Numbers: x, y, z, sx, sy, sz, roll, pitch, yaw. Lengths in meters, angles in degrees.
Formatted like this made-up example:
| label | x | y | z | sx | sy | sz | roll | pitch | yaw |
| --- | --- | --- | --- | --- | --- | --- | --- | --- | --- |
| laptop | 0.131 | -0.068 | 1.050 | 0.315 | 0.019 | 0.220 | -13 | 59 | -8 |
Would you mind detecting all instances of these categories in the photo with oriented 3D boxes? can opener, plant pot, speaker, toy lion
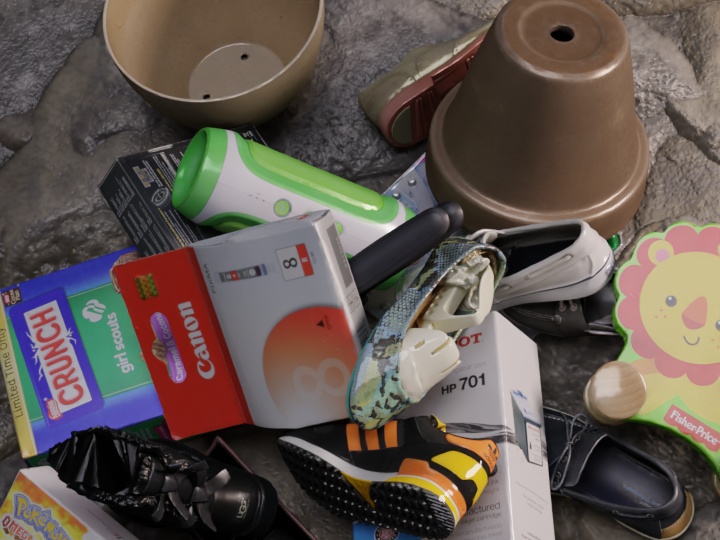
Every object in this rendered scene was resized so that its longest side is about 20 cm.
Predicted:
| label | x | y | z | sx | sy | sz | roll | pitch | yaw |
| --- | --- | --- | --- | --- | --- | --- | --- | --- | --- |
| can opener | 0.000 | 0.000 | 1.572 | 0.079 | 0.200 | 0.063 | 57 | 36 | -5 |
| plant pot | -0.124 | -0.203 | 1.798 | 0.199 | 0.135 | 0.201 | -3 | 61 | 6 |
| speaker | -0.055 | -0.051 | 1.653 | 0.199 | 0.088 | 0.089 | 21 | 62 | -20 |
| plant pot | 0.163 | -0.142 | 1.678 | 0.199 | 0.175 | 0.201 | 3 | 50 | -4 |
| toy lion | 0.286 | 0.066 | 1.596 | 0.200 | 0.069 | 0.192 | 33 | 83 | 7 |

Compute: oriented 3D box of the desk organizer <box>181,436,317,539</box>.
| label | x | y | z | sx | sy | sz | roll | pitch | yaw |
| --- | --- | --- | --- | --- | --- | --- | --- | --- | --- |
| desk organizer | -0.072 | 0.234 | 1.594 | 0.072 | 0.077 | 0.200 | -41 | 64 | -13 |

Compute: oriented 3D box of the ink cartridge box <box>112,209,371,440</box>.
| label | x | y | z | sx | sy | sz | roll | pitch | yaw |
| --- | --- | --- | --- | --- | --- | --- | --- | --- | --- |
| ink cartridge box | -0.094 | 0.051 | 1.561 | 0.199 | 0.050 | 0.163 | -14 | 102 | 18 |

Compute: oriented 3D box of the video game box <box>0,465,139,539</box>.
| label | x | y | z | sx | sy | sz | roll | pitch | yaw |
| --- | --- | --- | --- | --- | --- | --- | --- | --- | --- |
| video game box | -0.230 | 0.286 | 1.557 | 0.200 | 0.047 | 0.183 | 34 | 102 | 24 |

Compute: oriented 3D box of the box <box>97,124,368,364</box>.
| label | x | y | z | sx | sy | sz | roll | pitch | yaw |
| --- | --- | --- | --- | --- | --- | --- | --- | --- | --- |
| box | -0.108 | -0.024 | 1.688 | 0.160 | 0.044 | 0.200 | -19 | 68 | -43 |

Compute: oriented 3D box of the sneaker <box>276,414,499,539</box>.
| label | x | y | z | sx | sy | sz | roll | pitch | yaw |
| --- | --- | --- | --- | --- | --- | --- | --- | --- | --- |
| sneaker | 0.024 | 0.148 | 1.533 | 0.200 | 0.070 | 0.090 | 12 | 46 | 47 |

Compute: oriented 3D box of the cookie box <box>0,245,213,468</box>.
| label | x | y | z | sx | sy | sz | roll | pitch | yaw |
| --- | --- | --- | --- | --- | --- | --- | --- | --- | --- |
| cookie box | -0.208 | 0.074 | 1.698 | 0.199 | 0.075 | 0.172 | -19 | 61 | -2 |

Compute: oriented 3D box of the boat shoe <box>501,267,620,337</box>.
| label | x | y | z | sx | sy | sz | roll | pitch | yaw |
| --- | --- | --- | --- | --- | --- | --- | --- | --- | --- |
| boat shoe | 0.217 | 0.025 | 1.655 | 0.199 | 0.057 | 0.067 | 8 | 71 | 2 |

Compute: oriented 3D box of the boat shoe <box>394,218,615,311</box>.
| label | x | y | z | sx | sy | sz | roll | pitch | yaw |
| --- | --- | --- | --- | --- | --- | --- | --- | --- | --- |
| boat shoe | 0.111 | -0.003 | 1.637 | 0.199 | 0.066 | 0.072 | -8 | 50 | 31 |

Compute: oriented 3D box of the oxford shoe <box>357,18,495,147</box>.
| label | x | y | z | sx | sy | sz | roll | pitch | yaw |
| --- | --- | --- | --- | --- | --- | --- | --- | --- | --- |
| oxford shoe | 0.086 | -0.195 | 1.802 | 0.200 | 0.071 | 0.074 | -32 | 49 | -15 |

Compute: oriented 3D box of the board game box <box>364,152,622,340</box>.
| label | x | y | z | sx | sy | sz | roll | pitch | yaw |
| --- | --- | --- | --- | --- | --- | --- | --- | --- | --- |
| board game box | 0.094 | -0.020 | 1.732 | 0.200 | 0.026 | 0.200 | 39 | 74 | 24 |

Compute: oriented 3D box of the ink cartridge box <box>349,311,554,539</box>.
| label | x | y | z | sx | sy | sz | roll | pitch | yaw |
| --- | --- | --- | --- | --- | --- | --- | --- | --- | --- |
| ink cartridge box | 0.071 | 0.151 | 1.587 | 0.146 | 0.086 | 0.201 | -17 | 61 | 25 |

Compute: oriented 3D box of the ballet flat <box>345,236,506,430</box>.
| label | x | y | z | sx | sy | sz | roll | pitch | yaw |
| --- | --- | --- | --- | --- | --- | --- | --- | --- | --- |
| ballet flat | 0.057 | 0.045 | 1.532 | 0.074 | 0.074 | 0.200 | 19 | 53 | 17 |

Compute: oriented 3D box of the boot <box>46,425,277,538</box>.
| label | x | y | z | sx | sy | sz | roll | pitch | yaw |
| --- | --- | --- | --- | --- | --- | --- | --- | --- | --- |
| boot | -0.178 | 0.162 | 1.541 | 0.198 | 0.162 | 0.074 | 8 | 80 | 40 |

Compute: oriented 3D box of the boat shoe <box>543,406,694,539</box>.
| label | x | y | z | sx | sy | sz | roll | pitch | yaw |
| --- | --- | --- | --- | --- | --- | --- | --- | --- | --- |
| boat shoe | 0.180 | 0.156 | 1.606 | 0.200 | 0.062 | 0.075 | 26 | 71 | 23 |
